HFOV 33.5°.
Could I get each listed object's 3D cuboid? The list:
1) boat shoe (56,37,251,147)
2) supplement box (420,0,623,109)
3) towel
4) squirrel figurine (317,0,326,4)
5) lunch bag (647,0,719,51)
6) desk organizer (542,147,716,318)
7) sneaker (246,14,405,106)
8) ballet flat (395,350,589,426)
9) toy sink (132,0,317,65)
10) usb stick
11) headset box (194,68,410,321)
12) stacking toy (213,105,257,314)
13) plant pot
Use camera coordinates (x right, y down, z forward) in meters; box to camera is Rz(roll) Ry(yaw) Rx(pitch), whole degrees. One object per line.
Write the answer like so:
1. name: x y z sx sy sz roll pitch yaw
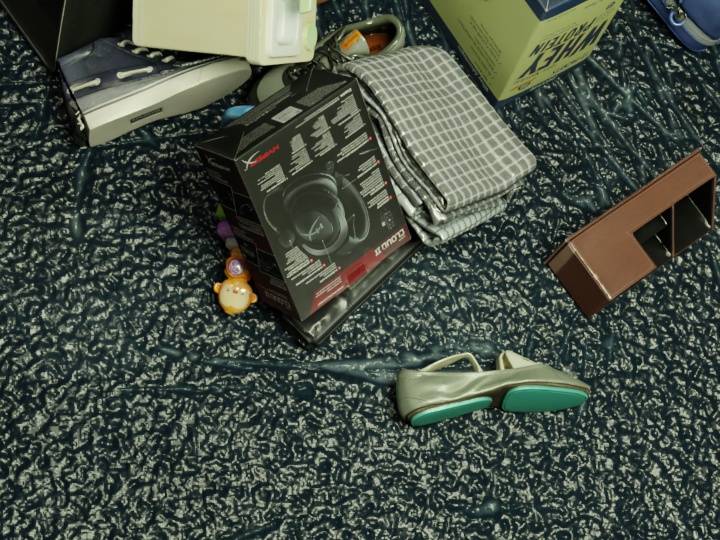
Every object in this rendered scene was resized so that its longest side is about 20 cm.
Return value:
1. boat shoe: -0.218 -0.207 1.234 0.198 0.075 0.094 -23 80 -18
2. supplement box: 0.168 -0.323 1.281 0.133 0.200 0.201 -27 76 -18
3. towel: 0.071 -0.136 1.217 0.165 0.086 0.201 -24 72 -50
4. squirrel figurine: -0.047 -0.390 1.282 0.198 0.141 0.189 -23 79 19
5. lunch bag: 0.417 -0.350 1.378 0.136 0.132 0.200 48 67 -7
6. desk organizer: 0.300 -0.039 1.268 0.199 0.072 0.077 -33 80 -20
7. sneaker: -0.036 -0.218 1.270 0.199 0.079 0.074 -32 79 -19
8. ballet flat: 0.131 0.109 1.183 0.197 0.068 0.064 -5 63 -12
9. toy sink: -0.109 -0.266 1.188 0.198 0.130 0.114 9 105 20
10. usb stick: 0.000 0.000 1.219 0.055 0.033 0.200 41 68 14
11. headset box: -0.047 -0.064 1.132 0.148 0.202 0.077 -37 36 -23
12. stacking toy: -0.106 -0.054 1.194 0.115 0.110 0.202 16 78 -7
13. plant pot: -0.287 -0.365 1.230 0.177 0.200 0.201 -32 77 -32
